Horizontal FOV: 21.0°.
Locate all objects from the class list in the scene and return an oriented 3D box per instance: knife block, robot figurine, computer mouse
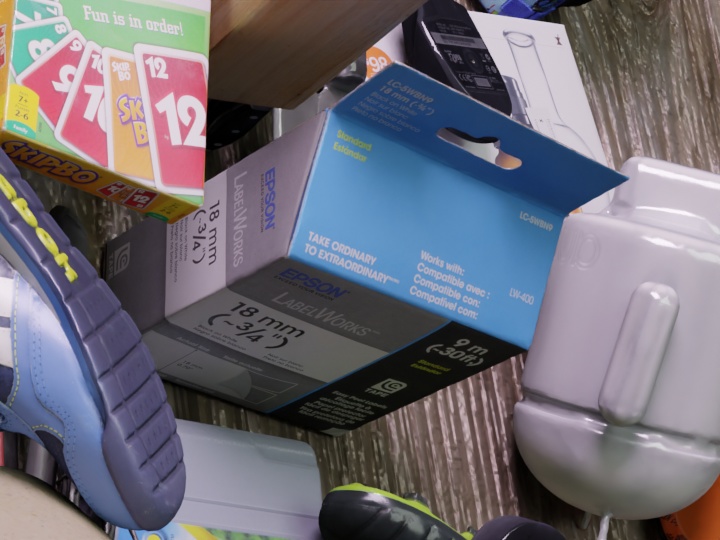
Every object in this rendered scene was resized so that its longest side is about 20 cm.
[{"bbox_3d":[-0.046,-0.105,0.869,0.064,0.176,0.200,5,29,-24],"label":"knife block"},{"bbox_3d":[0.146,0.044,1.017,0.170,0.113,0.200,15,89,-78],"label":"robot figurine"},{"bbox_3d":[0.022,-0.150,1.022,0.059,0.034,0.200,1,59,-53],"label":"computer mouse"}]

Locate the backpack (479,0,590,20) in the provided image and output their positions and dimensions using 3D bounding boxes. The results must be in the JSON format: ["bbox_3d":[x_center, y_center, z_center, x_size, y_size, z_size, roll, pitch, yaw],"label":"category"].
[{"bbox_3d":[0.133,-0.262,1.130,0.183,0.200,0.135,55,42,-9],"label":"backpack"}]

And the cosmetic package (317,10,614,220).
[{"bbox_3d":[0.054,-0.067,1.061,0.200,0.052,0.151,0,67,-45],"label":"cosmetic package"}]

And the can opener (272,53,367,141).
[{"bbox_3d":[-0.033,-0.104,0.965,0.053,0.067,0.200,13,68,-42],"label":"can opener"}]

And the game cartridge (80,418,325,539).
[{"bbox_3d":[-0.069,0.160,0.829,0.133,0.040,0.200,12,61,-37],"label":"game cartridge"}]

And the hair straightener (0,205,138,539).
[{"bbox_3d":[-0.121,0.064,0.794,0.041,0.077,0.200,58,25,-61],"label":"hair straightener"}]

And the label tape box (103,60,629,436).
[{"bbox_3d":[0.000,0.000,0.857,0.144,0.200,0.063,22,55,-36],"label":"label tape box"}]

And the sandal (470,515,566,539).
[{"bbox_3d":[0.045,0.203,0.831,0.076,0.043,0.200,25,80,-39],"label":"sandal"}]

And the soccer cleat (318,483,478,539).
[{"bbox_3d":[0.040,0.178,0.885,0.200,0.067,0.081,54,46,-29],"label":"soccer cleat"}]

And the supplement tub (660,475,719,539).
[{"bbox_3d":[0.271,0.141,1.110,0.200,0.122,0.123,19,57,-38],"label":"supplement tub"}]

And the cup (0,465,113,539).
[{"bbox_3d":[-0.139,0.151,0.666,0.200,0.200,0.143,24,34,-34],"label":"cup"}]

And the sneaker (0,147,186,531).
[{"bbox_3d":[-0.138,0.018,0.695,0.200,0.082,0.074,53,6,2],"label":"sneaker"}]

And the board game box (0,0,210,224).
[{"bbox_3d":[-0.104,-0.125,0.789,0.095,0.030,0.200,21,55,-38],"label":"board game box"}]
